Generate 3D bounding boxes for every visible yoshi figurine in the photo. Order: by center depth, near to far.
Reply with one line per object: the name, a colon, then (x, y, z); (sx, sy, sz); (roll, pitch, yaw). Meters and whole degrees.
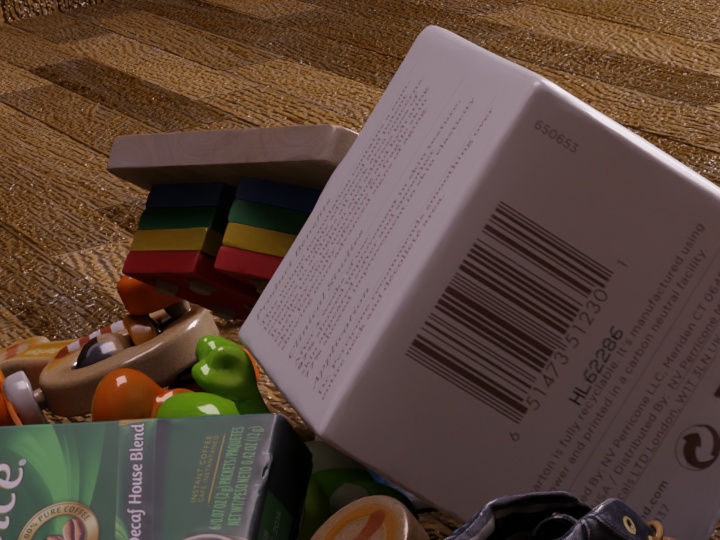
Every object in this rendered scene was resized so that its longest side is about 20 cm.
yoshi figurine: (-0.063, 0.097, 1.312); (0.112, 0.113, 0.199); (-37, 28, -30)

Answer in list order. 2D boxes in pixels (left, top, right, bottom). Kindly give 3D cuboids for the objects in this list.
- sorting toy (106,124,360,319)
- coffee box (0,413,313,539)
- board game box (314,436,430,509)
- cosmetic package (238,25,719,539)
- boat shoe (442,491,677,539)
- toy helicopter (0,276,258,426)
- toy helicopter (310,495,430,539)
sorting toy: (0.000, 0.000, 1.458); (0.199, 0.070, 0.198); (24, -13, -33)
coffee box: (-0.126, 0.122, 1.221); (0.199, 0.044, 0.123); (-3, 55, 24)
board game box: (0.073, 0.069, 1.485); (0.199, 0.026, 0.200); (-9, 13, 4)
cosmetic package: (0.072, 0.017, 1.256); (0.166, 0.168, 0.200); (31, 4, -15)
boat shoe: (0.103, 0.117, 1.114); (0.071, 0.091, 0.200); (4, 18, 44)
toy helicopter: (-0.157, 0.057, 1.616); (0.132, 0.079, 0.200); (-34, 14, -30)
toy helicopter: (-0.061, 0.146, 1.064); (0.199, 0.079, 0.133); (-32, 34, 15)
